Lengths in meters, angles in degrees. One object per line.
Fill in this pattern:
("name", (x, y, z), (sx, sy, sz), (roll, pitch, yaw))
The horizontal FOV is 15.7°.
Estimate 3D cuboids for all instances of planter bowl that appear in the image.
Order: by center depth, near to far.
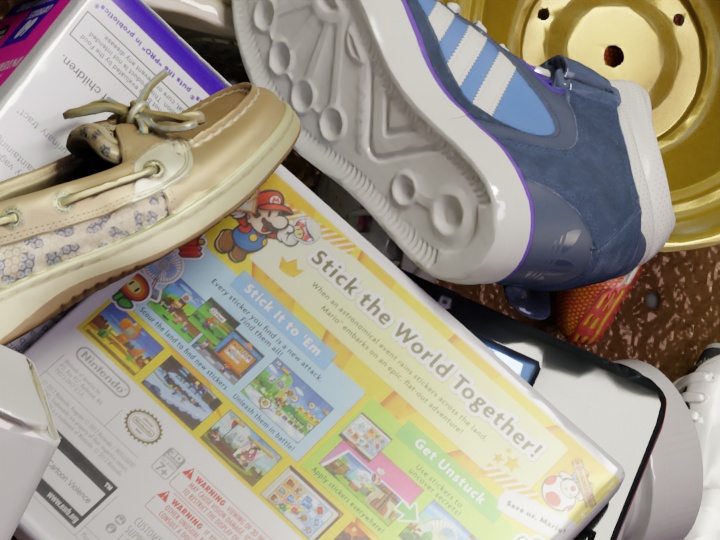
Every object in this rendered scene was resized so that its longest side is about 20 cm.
("planter bowl", (0.123, -0.103, 1.172), (0.199, 0.083, 0.202), (1, 83, -8))

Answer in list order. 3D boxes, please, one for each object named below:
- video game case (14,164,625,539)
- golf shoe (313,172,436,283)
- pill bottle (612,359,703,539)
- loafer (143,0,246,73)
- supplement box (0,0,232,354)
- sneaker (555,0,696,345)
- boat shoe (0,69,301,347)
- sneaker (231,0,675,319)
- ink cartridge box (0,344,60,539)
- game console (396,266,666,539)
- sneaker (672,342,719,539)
("video game case", (-0.030, 0.074, 0.991), (0.200, 0.023, 0.182), (41, 66, 14))
("golf shoe", (0.000, 0.000, 1.105), (0.075, 0.092, 0.201), (11, 41, -5))
("pill bottle", (0.049, 0.101, 1.163), (0.199, 0.109, 0.110), (-9, 92, -31))
("loafer", (-0.062, -0.130, 1.129), (0.199, 0.076, 0.069), (16, 85, -29))
("supplement box", (-0.144, -0.010, 1.059), (0.103, 0.101, 0.201), (42, 67, -21))
("sneaker", (0.112, -0.063, 1.246), (0.077, 0.073, 0.202), (12, 76, -8))
("boat shoe", (-0.110, -0.026, 0.979), (0.199, 0.073, 0.063), (-33, 105, -26))
("sneaker", (0.048, -0.071, 1.086), (0.146, 0.081, 0.200), (-4, 48, -45))
("ink cartridge box", (-0.212, 0.101, 0.895), (0.145, 0.088, 0.201), (24, 103, -20))
("game console", (0.002, 0.081, 1.016), (0.199, 0.031, 0.178), (24, 68, 4))
("sneaker", (0.170, 0.094, 1.266), (0.080, 0.076, 0.200), (44, 60, -12))
